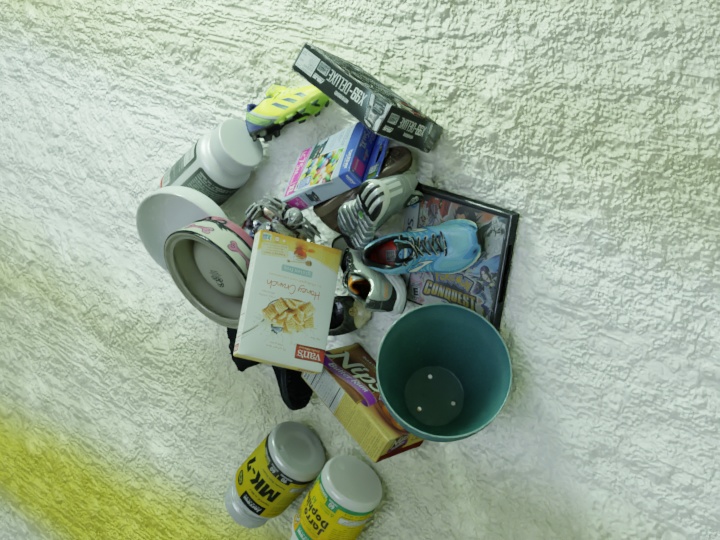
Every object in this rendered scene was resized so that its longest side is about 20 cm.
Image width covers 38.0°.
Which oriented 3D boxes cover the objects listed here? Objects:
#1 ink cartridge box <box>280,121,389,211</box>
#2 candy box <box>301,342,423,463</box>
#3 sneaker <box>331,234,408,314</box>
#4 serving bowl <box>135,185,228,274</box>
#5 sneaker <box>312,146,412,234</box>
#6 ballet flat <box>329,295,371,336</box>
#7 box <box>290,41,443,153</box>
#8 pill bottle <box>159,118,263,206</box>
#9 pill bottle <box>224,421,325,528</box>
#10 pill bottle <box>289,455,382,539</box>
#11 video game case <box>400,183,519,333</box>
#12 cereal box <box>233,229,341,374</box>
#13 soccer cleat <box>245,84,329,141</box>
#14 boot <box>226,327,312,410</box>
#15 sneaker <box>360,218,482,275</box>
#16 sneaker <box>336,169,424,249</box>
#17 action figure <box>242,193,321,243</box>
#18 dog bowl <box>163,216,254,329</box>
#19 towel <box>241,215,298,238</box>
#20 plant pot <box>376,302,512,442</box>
[{"bbox_3d":[-0.038,-0.172,1.684,0.198,0.042,0.121,-18,42,41],"label":"ink cartridge box"},{"bbox_3d":[0.010,0.209,1.689,0.200,0.116,0.057,48,124,27],"label":"candy box"},{"bbox_3d":[0.000,0.000,1.678,0.200,0.078,0.075,48,131,47],"label":"sneaker"},{"bbox_3d":[-0.300,-0.071,1.859,0.197,0.066,0.202,17,134,18],"label":"serving bowl"},{"bbox_3d":[0.017,-0.127,1.676,0.198,0.071,0.076,-28,120,32],"label":"sneaker"},{"bbox_3d":[-0.076,0.076,1.758,0.196,0.057,0.068,-4,80,20],"label":"ballet flat"},{"bbox_3d":[0.011,-0.262,1.587,0.200,0.157,0.050,41,106,29],"label":"box"},{"bbox_3d":[-0.268,-0.179,1.886,0.199,0.113,0.115,-35,73,40],"label":"pill bottle"},{"bbox_3d":[-0.157,0.369,1.867,0.115,0.113,0.200,55,128,21],"label":"pill bottle"},{"bbox_3d":[-0.051,0.422,1.778,0.113,0.112,0.202,46,124,27],"label":"pill bottle"},{"bbox_3d":[0.141,-0.022,1.595,0.198,0.025,0.184,21,110,39],"label":"video game case"},{"bbox_3d":[-0.114,0.051,1.653,0.039,0.142,0.204,155,126,-65],"label":"cereal box"},{"bbox_3d":[-0.129,-0.285,1.778,0.198,0.064,0.085,-20,81,42],"label":"soccer cleat"},{"bbox_3d":[-0.166,0.153,1.871,0.161,0.073,0.202,-12,81,40],"label":"boot"},{"bbox_3d":[0.088,-0.026,1.556,0.197,0.090,0.080,-12,89,29],"label":"sneaker"},{"bbox_3d":[0.040,-0.096,1.604,0.076,0.114,0.200,64,158,6],"label":"sneaker"},{"bbox_3d":[-0.143,-0.058,1.740,0.130,0.070,0.199,46,149,-9],"label":"action figure"},{"bbox_3d":[-0.233,-0.003,1.758,0.198,0.074,0.202,25,140,23],"label":"dog bowl"},{"bbox_3d":[-0.193,0.002,1.863,0.143,0.023,0.202,32,96,38],"label":"towel"},{"bbox_3d":[0.117,0.169,1.558,0.202,0.198,0.135,57,165,19],"label":"plant pot"}]
